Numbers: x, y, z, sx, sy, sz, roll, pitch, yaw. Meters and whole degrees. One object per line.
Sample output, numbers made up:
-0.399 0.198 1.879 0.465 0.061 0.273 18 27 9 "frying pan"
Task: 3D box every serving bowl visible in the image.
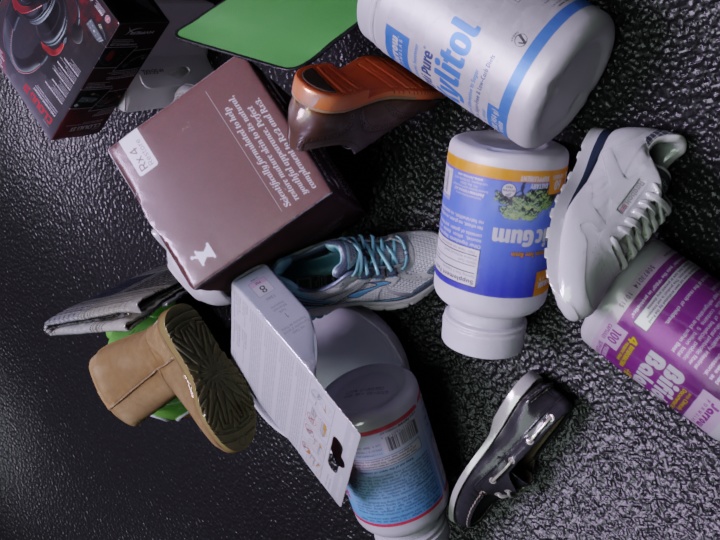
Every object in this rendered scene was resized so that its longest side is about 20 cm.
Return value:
-0.033 0.110 1.018 0.198 0.066 0.202 7 117 14 "serving bowl"

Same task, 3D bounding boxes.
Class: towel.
-0.263 0.029 1.103 0.199 0.192 0.035 -11 104 40 "towel"

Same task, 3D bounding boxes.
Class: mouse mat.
-0.064 -0.256 0.870 0.160 0.200 0.008 23 141 30 "mouse mat"

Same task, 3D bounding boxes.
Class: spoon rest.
-0.186 -0.021 0.994 0.099 0.061 0.200 51 175 -30 "spoon rest"

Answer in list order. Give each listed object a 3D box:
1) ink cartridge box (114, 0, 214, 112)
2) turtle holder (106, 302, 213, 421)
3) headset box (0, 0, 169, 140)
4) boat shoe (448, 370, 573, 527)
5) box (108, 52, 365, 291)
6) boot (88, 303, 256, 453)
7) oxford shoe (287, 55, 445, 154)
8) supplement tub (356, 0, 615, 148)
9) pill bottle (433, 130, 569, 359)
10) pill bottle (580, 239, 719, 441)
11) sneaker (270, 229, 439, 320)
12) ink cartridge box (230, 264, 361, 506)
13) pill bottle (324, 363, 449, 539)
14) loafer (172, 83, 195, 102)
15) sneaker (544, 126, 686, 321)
-0.275 -0.276 1.057 0.199 0.128 0.126 27 118 26 "ink cartridge box"
-0.268 0.123 1.163 0.184 0.142 0.132 10 152 8 "turtle holder"
-0.316 -0.251 0.965 0.200 0.075 0.149 -43 79 35 "headset box"
0.155 0.199 0.922 0.060 0.074 0.201 37 115 28 "boat shoe"
-0.116 -0.088 0.917 0.164 0.200 0.167 -34 83 7 "box"
-0.212 0.139 0.993 0.200 0.066 0.176 -31 83 45 "boot"
0.005 -0.155 0.841 0.071 0.199 0.073 43 128 30 "oxford shoe"
0.109 -0.213 0.788 0.200 0.132 0.133 38 123 21 "supplement tub"
0.129 -0.023 0.844 0.111 0.112 0.202 17 114 32 "pill bottle"
0.296 0.072 0.748 0.200 0.112 0.113 38 123 22 "pill bottle"
0.000 0.000 0.909 0.198 0.086 0.078 -16 67 -3 "sneaker"
-0.057 0.114 0.883 0.200 0.057 0.163 43 148 22 "ink cartridge box"
0.032 0.209 0.948 0.108 0.109 0.201 0 118 36 "pill bottle"
-0.201 -0.123 1.058 0.069 0.070 0.201 18 130 19 "loafer"
0.211 -0.045 0.736 0.080 0.201 0.077 5 146 31 "sneaker"
